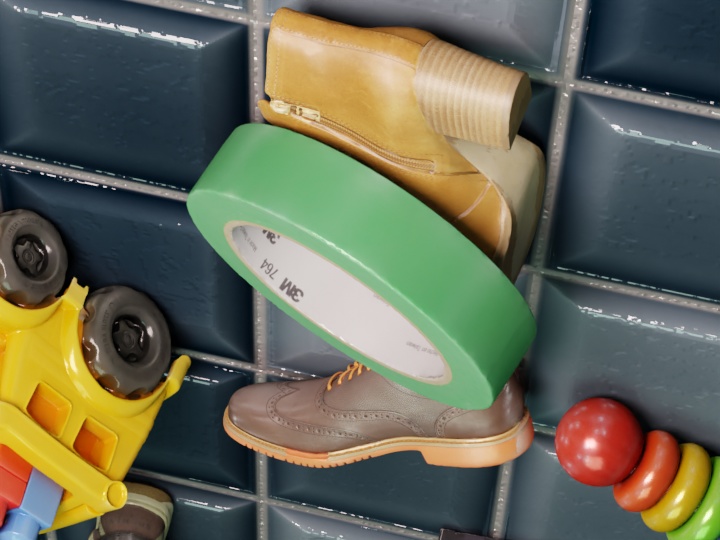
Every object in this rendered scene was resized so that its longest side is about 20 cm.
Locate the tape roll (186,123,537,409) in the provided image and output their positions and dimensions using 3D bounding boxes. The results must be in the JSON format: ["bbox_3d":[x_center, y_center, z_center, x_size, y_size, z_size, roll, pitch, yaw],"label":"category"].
[{"bbox_3d":[0.000,0.000,1.242,0.200,0.048,0.201,33,165,10],"label":"tape roll"}]

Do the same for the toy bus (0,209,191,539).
[{"bbox_3d":[-0.227,0.082,1.396,0.135,0.193,0.200,-19,131,42],"label":"toy bus"}]

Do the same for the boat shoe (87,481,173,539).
[{"bbox_3d":[-0.174,0.224,1.677,0.073,0.065,0.200,11,146,5],"label":"boat shoe"}]

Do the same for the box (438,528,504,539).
[{"bbox_3d":[0.128,0.258,1.629,0.142,0.036,0.200,8,145,12],"label":"box"}]

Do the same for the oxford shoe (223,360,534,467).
[{"bbox_3d":[0.006,0.074,1.412,0.199,0.071,0.073,-2,122,17],"label":"oxford shoe"}]

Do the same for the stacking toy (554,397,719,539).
[{"bbox_3d":[0.205,0.143,1.408,0.199,0.086,0.085,30,143,-10],"label":"stacking toy"}]

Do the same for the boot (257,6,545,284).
[{"bbox_3d":[0.020,-0.063,1.216,0.143,0.071,0.202,17,149,16],"label":"boot"}]
